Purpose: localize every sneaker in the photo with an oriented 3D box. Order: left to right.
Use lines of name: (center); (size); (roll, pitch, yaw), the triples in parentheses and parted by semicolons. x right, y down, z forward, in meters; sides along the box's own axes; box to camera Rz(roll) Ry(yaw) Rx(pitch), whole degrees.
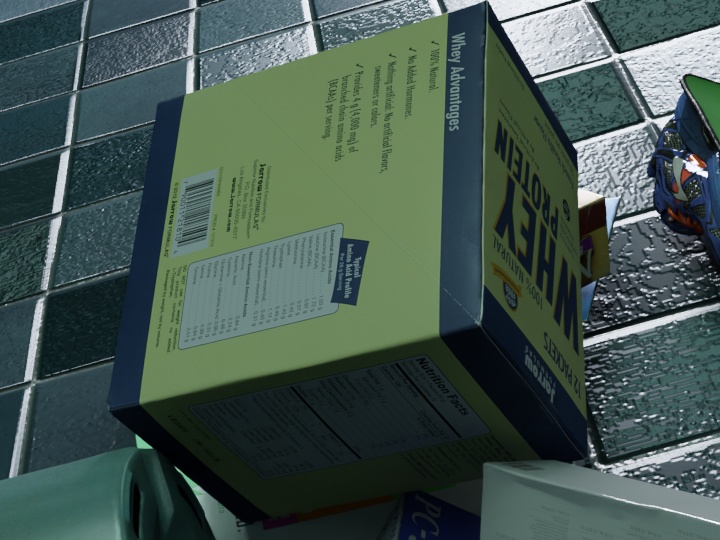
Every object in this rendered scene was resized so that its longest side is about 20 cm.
sneaker: (0.238, -0.047, 1.043); (0.075, 0.079, 0.200); (27, 27, -13)

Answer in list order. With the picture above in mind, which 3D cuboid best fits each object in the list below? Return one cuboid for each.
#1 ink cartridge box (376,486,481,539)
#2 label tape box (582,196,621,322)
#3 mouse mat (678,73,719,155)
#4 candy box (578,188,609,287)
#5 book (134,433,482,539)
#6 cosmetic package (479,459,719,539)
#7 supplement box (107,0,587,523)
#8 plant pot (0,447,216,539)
ink cartridge box: (0.046, 0.189, 0.736); (0.094, 0.044, 0.200); (24, 26, -6)
label tape box: (0.069, 0.021, 1.028); (0.199, 0.063, 0.144); (-3, 34, 22)
mouse mat: (0.298, -0.065, 1.017); (0.160, 0.008, 0.200); (16, 31, -13)
candy box: (0.045, -0.027, 0.983); (0.116, 0.057, 0.200); (-23, 27, -32)
book: (-0.023, 0.108, 0.883); (0.199, 0.048, 0.134); (-12, 56, -6)
cosmetic package: (0.131, 0.136, 0.658); (0.050, 0.083, 0.200); (4, 2, -36)
supplement box: (0.000, 0.000, 0.809); (0.199, 0.134, 0.201); (-14, 52, 24)
plant pot: (-0.170, 0.184, 0.751); (0.195, 0.201, 0.201); (-20, 31, 9)
